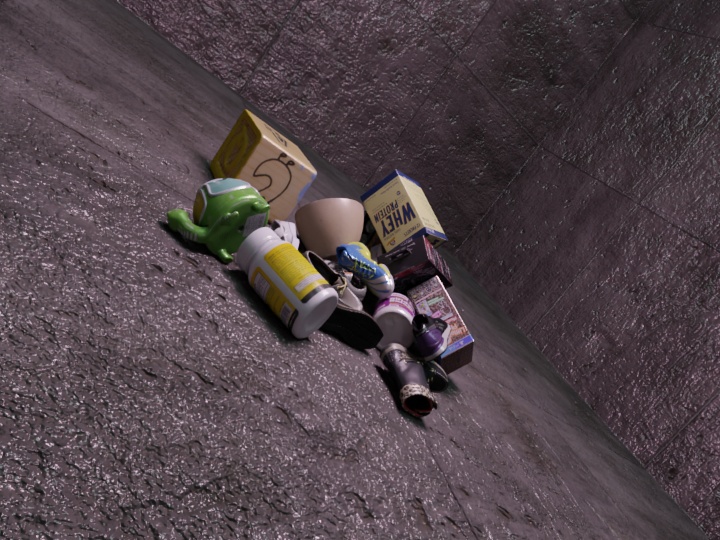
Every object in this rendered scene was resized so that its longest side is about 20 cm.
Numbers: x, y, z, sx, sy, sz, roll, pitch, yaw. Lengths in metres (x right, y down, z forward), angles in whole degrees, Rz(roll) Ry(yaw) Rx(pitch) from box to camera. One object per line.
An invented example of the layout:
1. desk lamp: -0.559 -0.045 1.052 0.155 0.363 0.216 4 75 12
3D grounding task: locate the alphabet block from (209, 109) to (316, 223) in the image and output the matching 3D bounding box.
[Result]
1. alphabet block: -0.266 -0.274 1.513 0.197 0.198 0.197 27 15 -40

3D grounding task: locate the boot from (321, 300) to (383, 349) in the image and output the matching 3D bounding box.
1. boot: -0.046 0.086 1.234 0.198 0.078 0.139 34 9 -31

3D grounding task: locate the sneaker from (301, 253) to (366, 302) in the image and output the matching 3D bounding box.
1. sneaker: -0.069 0.017 1.374 0.198 0.080 0.074 36 15 -13

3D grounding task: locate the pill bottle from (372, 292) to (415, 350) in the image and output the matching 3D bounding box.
1. pill bottle: 0.084 0.122 1.395 0.111 0.113 0.200 38 13 -4

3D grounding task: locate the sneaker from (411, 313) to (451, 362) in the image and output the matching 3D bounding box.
1. sneaker: 0.159 0.129 1.290 0.089 0.075 0.200 56 12 -5

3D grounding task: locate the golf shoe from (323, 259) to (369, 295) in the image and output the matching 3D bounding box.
1. golf shoe: -0.030 0.014 1.510 0.092 0.073 0.198 48 14 32

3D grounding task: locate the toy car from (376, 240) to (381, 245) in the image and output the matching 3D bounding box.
1. toy car: 0.084 0.011 1.745 0.175 0.182 0.206 31 44 -34

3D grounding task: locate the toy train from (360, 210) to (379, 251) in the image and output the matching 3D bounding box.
1. toy train: -0.002 -0.085 1.665 0.084 0.203 0.114 31 -4 34

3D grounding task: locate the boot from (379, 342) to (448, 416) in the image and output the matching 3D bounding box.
1. boot: 0.134 0.256 1.204 0.201 0.074 0.155 33 19 -31

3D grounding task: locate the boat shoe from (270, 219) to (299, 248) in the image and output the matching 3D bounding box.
1. boat shoe: -0.191 -0.067 1.346 0.063 0.076 0.201 17 17 -18

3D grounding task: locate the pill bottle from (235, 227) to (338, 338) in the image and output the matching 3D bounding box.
1. pill bottle: -0.143 0.019 1.065 0.200 0.115 0.114 45 14 19

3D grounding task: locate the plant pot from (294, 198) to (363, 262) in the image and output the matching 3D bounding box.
1. plant pot: -0.078 -0.093 1.533 0.198 0.195 0.140 18 59 -57

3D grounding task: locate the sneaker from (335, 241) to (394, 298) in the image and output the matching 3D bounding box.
1. sneaker: 0.000 0.000 1.404 0.102 0.078 0.200 3 31 -40

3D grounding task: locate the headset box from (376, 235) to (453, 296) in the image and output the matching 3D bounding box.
1. headset box: 0.144 0.000 1.498 0.199 0.145 0.080 38 34 -50

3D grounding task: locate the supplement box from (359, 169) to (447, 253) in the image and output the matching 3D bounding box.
1. supplement box: 0.127 -0.147 1.598 0.205 0.132 0.198 64 21 14

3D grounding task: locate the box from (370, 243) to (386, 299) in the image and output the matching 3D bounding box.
1. box: 0.092 0.048 1.586 0.201 0.040 0.160 52 27 -42

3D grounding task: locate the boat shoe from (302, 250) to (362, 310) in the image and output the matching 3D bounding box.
1. boat shoe: -0.069 0.035 1.300 0.200 0.060 0.073 40 37 -11

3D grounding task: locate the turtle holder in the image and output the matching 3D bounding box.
1. turtle holder: -0.273 -0.101 1.091 0.132 0.184 0.142 44 -18 23

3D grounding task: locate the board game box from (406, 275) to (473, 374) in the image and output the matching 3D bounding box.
1. board game box: 0.209 0.149 1.472 0.161 0.094 0.204 72 -8 -63
